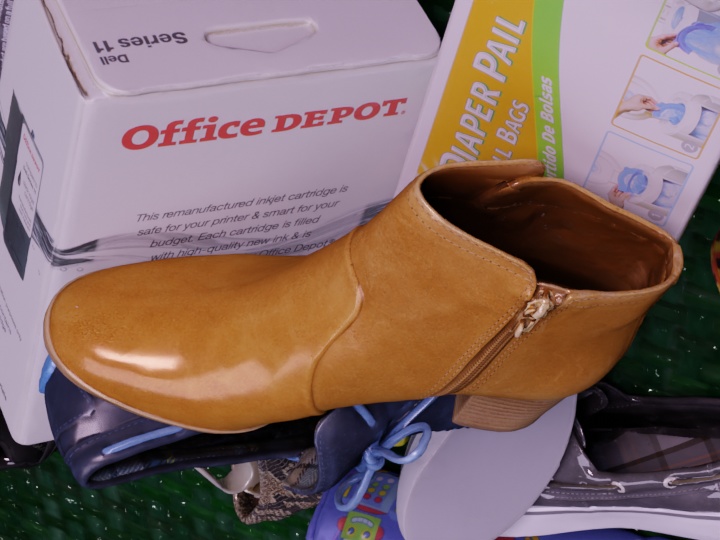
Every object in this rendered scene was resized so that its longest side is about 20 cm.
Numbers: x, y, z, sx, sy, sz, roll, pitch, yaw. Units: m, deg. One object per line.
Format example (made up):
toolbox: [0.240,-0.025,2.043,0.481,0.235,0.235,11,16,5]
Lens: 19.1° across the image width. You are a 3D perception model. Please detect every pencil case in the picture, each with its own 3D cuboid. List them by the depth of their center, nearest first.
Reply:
pencil case: [0.073,0.153,1.065,0.200,0.078,0.087,13,165,23]

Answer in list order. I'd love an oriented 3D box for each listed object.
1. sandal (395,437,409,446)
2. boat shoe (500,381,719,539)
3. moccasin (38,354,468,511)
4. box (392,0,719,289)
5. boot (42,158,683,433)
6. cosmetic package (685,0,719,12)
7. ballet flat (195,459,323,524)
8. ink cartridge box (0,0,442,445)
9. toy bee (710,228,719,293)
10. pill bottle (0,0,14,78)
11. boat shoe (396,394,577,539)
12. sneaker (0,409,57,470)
sandal: [0.000,0.000,0.942,0.087,0.080,0.200,26,142,14]
boat shoe: [0.108,0.080,0.963,0.200,0.070,0.066,5,130,31]
moccasin: [-0.023,0.059,0.825,0.200,0.068,0.080,-3,147,-15]
box: [0.090,-0.081,0.748,0.101,0.113,0.200,26,145,6]
boot: [-0.003,0.003,0.731,0.201,0.071,0.144,8,152,-10]
cosmetic package: [0.064,-0.212,0.570,0.200,0.165,0.165,28,143,3]
ballet flat: [-0.067,0.058,1.050,0.068,0.075,0.200,51,165,46]
ink cartridge box: [-0.066,-0.033,0.832,0.083,0.146,0.200,63,149,33]
toy bee: [0.210,0.017,0.781,0.131,0.109,0.200,48,141,-17]
pill bottle: [-0.178,-0.127,0.896,0.200,0.106,0.106,19,142,18]
boat shoe: [0.058,0.037,0.918,0.069,0.057,0.200,2,127,-23]
sneaker: [-0.223,0.028,1.106,0.076,0.114,0.199,-16,120,45]
